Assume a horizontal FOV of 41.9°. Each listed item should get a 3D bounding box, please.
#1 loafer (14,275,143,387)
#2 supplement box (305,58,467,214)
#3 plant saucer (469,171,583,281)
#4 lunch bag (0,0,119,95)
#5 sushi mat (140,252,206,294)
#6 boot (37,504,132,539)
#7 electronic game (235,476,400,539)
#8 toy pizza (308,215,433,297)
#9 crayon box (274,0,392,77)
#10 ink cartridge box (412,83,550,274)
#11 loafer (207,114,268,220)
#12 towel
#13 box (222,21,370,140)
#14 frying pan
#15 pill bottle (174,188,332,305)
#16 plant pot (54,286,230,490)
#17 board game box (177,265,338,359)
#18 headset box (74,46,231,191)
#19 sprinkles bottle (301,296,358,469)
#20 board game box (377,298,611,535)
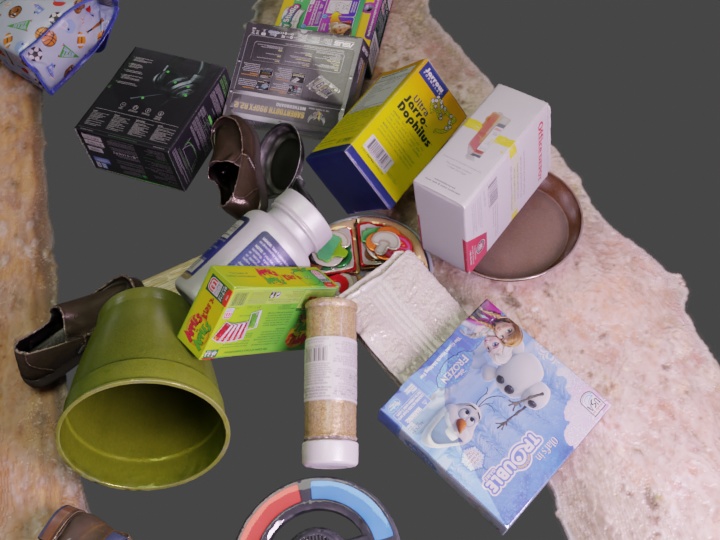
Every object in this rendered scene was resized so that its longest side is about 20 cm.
[{"bbox_3d":[-0.374,0.073,1.255,0.200,0.071,0.073,-42,53,-17],"label":"loafer"},{"bbox_3d":[0.038,-0.189,1.338,0.200,0.110,0.108,-51,25,-23],"label":"supplement box"},{"bbox_3d":[0.205,-0.062,1.295,0.198,0.035,0.202,-4,56,5],"label":"plant saucer"},{"bbox_3d":[-0.527,-0.422,1.603,0.169,0.124,0.201,30,72,26],"label":"lunch bag"},{"bbox_3d":[-0.224,0.018,1.320,0.198,0.012,0.096,-25,57,-8],"label":"sushi mat"},{"bbox_3d":[-0.340,0.368,1.061,0.096,0.075,0.201,10,56,18],"label":"boot"},{"bbox_3d":[-0.050,0.329,1.062,0.197,0.042,0.202,-4,56,6],"label":"electronic game"},{"bbox_3d":[0.000,0.000,1.286,0.198,0.032,0.202,-4,55,6],"label":"toy pizza"},{"bbox_3d":[-0.047,-0.415,1.560,0.170,0.059,0.202,6,58,14],"label":"crayon box"},{"bbox_3d":[0.163,-0.121,1.235,0.083,0.146,0.200,29,64,27],"label":"ink cartridge box"},{"bbox_3d":[-0.188,-0.159,1.384,0.073,0.071,0.201,-41,51,27],"label":"loafer"},{"bbox_3d":[0.072,0.075,1.203,0.132,0.035,0.200,-37,70,-15],"label":"towel"},{"bbox_3d":[-0.099,-0.291,1.456,0.198,0.048,0.160,11,82,16],"label":"box"},{"bbox_3d":[-0.096,-0.151,1.355,0.189,0.031,0.116,20,95,49],"label":"frying pan"},{"bbox_3d":[-0.136,-0.009,1.247,0.200,0.120,0.119,-45,60,-13],"label":"pill bottle"},{"bbox_3d":[-0.262,0.129,1.156,0.198,0.202,0.194,-12,43,1],"label":"plant pot"},{"bbox_3d":[-0.122,0.049,1.158,0.048,0.199,0.102,39,111,29],"label":"board game box"},{"bbox_3d":[-0.309,-0.243,1.462,0.172,0.093,0.201,15,59,18],"label":"headset box"},{"bbox_3d":[-0.036,0.136,1.143,0.067,0.068,0.202,-2,73,7],"label":"sprinkles bottle"},{"bbox_3d":[0.159,0.168,1.118,0.199,0.043,0.200,41,69,16],"label":"board game box"}]
